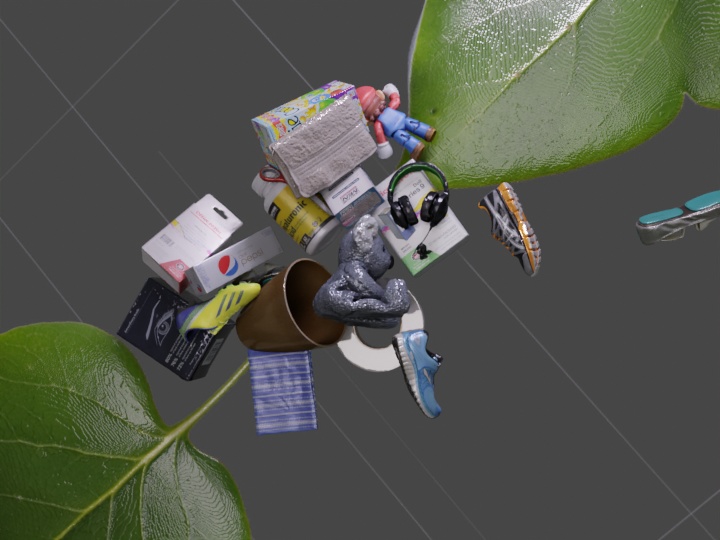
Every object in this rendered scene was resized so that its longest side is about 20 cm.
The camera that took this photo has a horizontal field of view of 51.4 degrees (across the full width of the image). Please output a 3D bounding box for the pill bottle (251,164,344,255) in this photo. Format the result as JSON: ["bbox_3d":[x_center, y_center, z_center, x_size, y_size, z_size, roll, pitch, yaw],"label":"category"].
[{"bbox_3d":[-0.135,-0.136,1.594,0.200,0.111,0.111,45,96,9],"label":"pill bottle"}]

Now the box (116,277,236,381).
[{"bbox_3d":[-0.402,0.126,1.637,0.199,0.104,0.149,33,94,10],"label":"box"}]

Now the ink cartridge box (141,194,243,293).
[{"bbox_3d":[-0.362,-0.062,1.629,0.116,0.068,0.200,41,63,8],"label":"ink cartridge box"}]

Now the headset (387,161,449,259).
[{"bbox_3d":[0.114,-0.121,1.472,0.123,0.094,0.202,-6,76,11],"label":"headset"}]

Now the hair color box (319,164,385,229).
[{"bbox_3d":[-0.039,-0.187,1.554,0.100,0.061,0.200,-36,48,6],"label":"hair color box"}]

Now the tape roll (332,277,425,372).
[{"bbox_3d":[0.039,0.114,1.595,0.201,0.037,0.204,0,89,11],"label":"tape roll"}]

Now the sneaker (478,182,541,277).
[{"bbox_3d":[0.311,-0.077,1.540,0.077,0.078,0.201,-25,81,22],"label":"sneaker"}]

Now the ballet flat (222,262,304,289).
[{"bbox_3d":[-0.215,0.020,1.630,0.199,0.072,0.072,-20,85,8],"label":"ballet flat"}]

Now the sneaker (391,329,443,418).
[{"bbox_3d":[0.136,0.213,1.539,0.089,0.078,0.201,-21,109,-6],"label":"sneaker"}]

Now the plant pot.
[{"bbox_3d":[-0.161,0.096,1.565,0.199,0.186,0.188,-23,84,35],"label":"plant pot"}]

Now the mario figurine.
[{"bbox_3d":[0.061,-0.316,1.591,0.200,0.123,0.106,36,135,8],"label":"mario figurine"}]

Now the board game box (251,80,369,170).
[{"bbox_3d":[-0.102,-0.294,1.517,0.199,0.105,0.104,-29,119,-15],"label":"board game box"}]

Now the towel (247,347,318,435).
[{"bbox_3d":[-0.171,0.255,1.635,0.144,0.024,0.202,-7,87,10],"label":"towel"}]

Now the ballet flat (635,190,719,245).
[{"bbox_3d":[0.651,-0.102,1.489,0.199,0.067,0.064,-19,113,10],"label":"ballet flat"}]

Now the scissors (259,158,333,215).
[{"bbox_3d":[-0.120,-0.179,1.538,0.199,0.014,0.073,28,57,17],"label":"scissors"}]

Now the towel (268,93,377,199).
[{"bbox_3d":[-0.072,-0.240,1.469,0.200,0.034,0.133,-37,119,-10],"label":"towel"}]

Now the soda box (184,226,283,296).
[{"bbox_3d":[-0.266,-0.020,1.579,0.199,0.068,0.064,-30,97,-30],"label":"soda box"}]

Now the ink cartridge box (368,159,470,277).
[{"bbox_3d":[0.113,-0.107,1.563,0.145,0.087,0.201,-36,81,8],"label":"ink cartridge box"}]

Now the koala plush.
[{"bbox_3d":[0.000,0.000,1.493,0.182,0.177,0.202,5,74,-8],"label":"koala plush"}]

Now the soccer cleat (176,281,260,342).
[{"bbox_3d":[-0.285,0.085,1.531,0.199,0.065,0.084,-24,72,14],"label":"soccer cleat"}]
